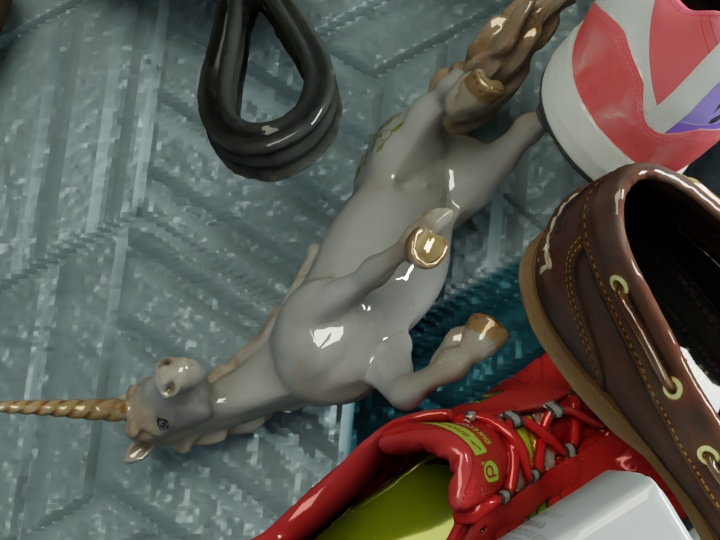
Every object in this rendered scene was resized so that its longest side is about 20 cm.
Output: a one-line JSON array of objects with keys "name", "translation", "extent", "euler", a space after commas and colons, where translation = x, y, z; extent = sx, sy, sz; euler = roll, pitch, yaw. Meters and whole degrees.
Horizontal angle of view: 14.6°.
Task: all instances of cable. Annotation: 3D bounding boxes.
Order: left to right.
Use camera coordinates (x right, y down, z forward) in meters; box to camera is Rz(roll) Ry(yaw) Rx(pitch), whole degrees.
[{"name": "cable", "translation": [-0.041, -0.098, 0.961], "extent": [0.097, 0.050, 0.200], "euler": [-24, 49, -13]}]

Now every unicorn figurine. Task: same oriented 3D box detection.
[{"name": "unicorn figurine", "translation": [0.000, 0.000, 0.898], "extent": [0.200, 0.137, 0.074], "euler": [-43, 101, -34]}]

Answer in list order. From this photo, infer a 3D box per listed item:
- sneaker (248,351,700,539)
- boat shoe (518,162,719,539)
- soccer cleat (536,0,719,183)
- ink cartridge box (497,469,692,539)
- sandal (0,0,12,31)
[{"name": "sneaker", "translation": [0.045, 0.066, 0.856], "extent": [0.200, 0.085, 0.077], "euler": [-35, 63, -6]}, {"name": "boat shoe", "translation": [0.127, 0.053, 0.814], "extent": [0.200, 0.070, 0.070], "euler": [45, 62, -1]}, {"name": "soccer cleat", "translation": [0.112, -0.101, 0.896], "extent": [0.073, 0.068, 0.200], "euler": [-38, 18, 37]}, {"name": "ink cartridge box", "translation": [0.033, 0.167, 0.785], "extent": [0.199, 0.083, 0.146], "euler": [-32, 87, -4]}, {"name": "sandal", "translation": [-0.223, -0.102, 1.013], "extent": [0.199, 0.055, 0.082], "euler": [13, 68, 18]}]
